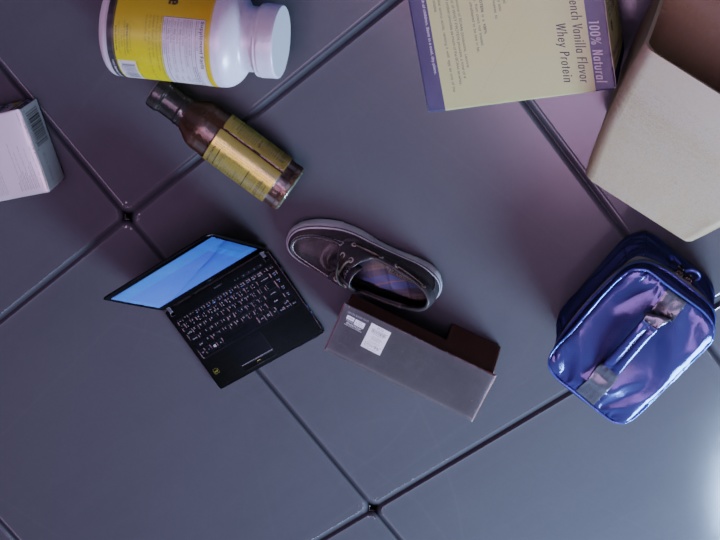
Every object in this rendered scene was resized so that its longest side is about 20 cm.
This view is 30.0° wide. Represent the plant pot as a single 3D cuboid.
[{"bbox_3d":[0.342,-0.154,1.383,0.198,0.201,0.178,31,129,-2],"label":"plant pot"}]

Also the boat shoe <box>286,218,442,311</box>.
[{"bbox_3d":[0.000,0.000,1.604,0.198,0.066,0.071,24,118,3],"label":"boat shoe"}]

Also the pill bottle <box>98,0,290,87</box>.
[{"bbox_3d":[-0.183,-0.265,1.502,0.197,0.112,0.113,7,116,11],"label":"pill bottle"}]

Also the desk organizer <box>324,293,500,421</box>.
[{"bbox_3d":[0.066,0.094,1.624,0.198,0.077,0.072,26,118,2],"label":"desk organizer"}]

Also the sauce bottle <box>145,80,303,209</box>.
[{"bbox_3d":[-0.160,-0.154,1.576,0.199,0.065,0.065,38,118,-3],"label":"sauce bottle"}]

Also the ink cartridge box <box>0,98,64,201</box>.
[{"bbox_3d":[-0.479,-0.140,1.672,0.197,0.050,0.110,-9,112,19],"label":"ink cartridge box"}]

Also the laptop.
[{"bbox_3d":[-0.177,0.054,1.654,0.176,0.103,0.201,-28,105,25],"label":"laptop"}]

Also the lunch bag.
[{"bbox_3d":[0.312,0.064,1.517,0.135,0.133,0.201,35,118,-4],"label":"lunch bag"}]

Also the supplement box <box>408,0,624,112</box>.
[{"bbox_3d":[0.160,-0.289,1.391,0.197,0.134,0.202,-6,113,17],"label":"supplement box"}]
